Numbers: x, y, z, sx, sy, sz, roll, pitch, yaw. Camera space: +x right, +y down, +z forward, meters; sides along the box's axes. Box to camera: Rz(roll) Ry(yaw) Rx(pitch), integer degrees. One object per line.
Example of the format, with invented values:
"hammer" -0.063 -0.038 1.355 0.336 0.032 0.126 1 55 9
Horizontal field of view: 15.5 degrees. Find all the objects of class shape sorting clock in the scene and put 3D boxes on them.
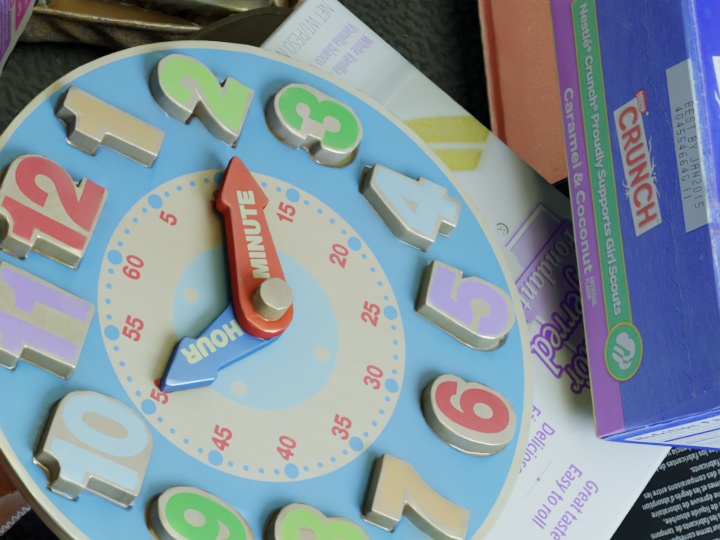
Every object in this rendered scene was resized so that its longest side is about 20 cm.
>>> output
"shape sorting clock" -0.033 0.016 0.837 0.199 0.039 0.201 10 61 -19

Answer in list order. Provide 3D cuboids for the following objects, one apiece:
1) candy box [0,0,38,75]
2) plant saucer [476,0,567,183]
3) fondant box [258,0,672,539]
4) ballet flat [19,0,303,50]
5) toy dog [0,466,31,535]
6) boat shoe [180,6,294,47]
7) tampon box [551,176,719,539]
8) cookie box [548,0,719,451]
"candy box" -0.201 -0.122 0.943 0.167 0.072 0.201 18 60 5
"plant saucer" 0.137 -0.099 1.179 0.198 0.037 0.201 1 73 -21
"fondant box" 0.014 0.018 0.915 0.200 0.058 0.144 41 54 -1
"ballet flat" -0.106 -0.123 1.039 0.199 0.067 0.069 8 65 -28
"toy dog" -0.092 0.110 0.899 0.198 0.097 0.133 -5 62 -6
"boat shoe" -0.078 -0.015 1.014 0.200 0.072 0.068 -49 138 -22
"tampon box" 0.173 0.038 1.045 0.149 0.126 0.201 -17 85 -43
"cookie box" 0.169 -0.022 0.928 0.199 0.075 0.172 8 70 -36
